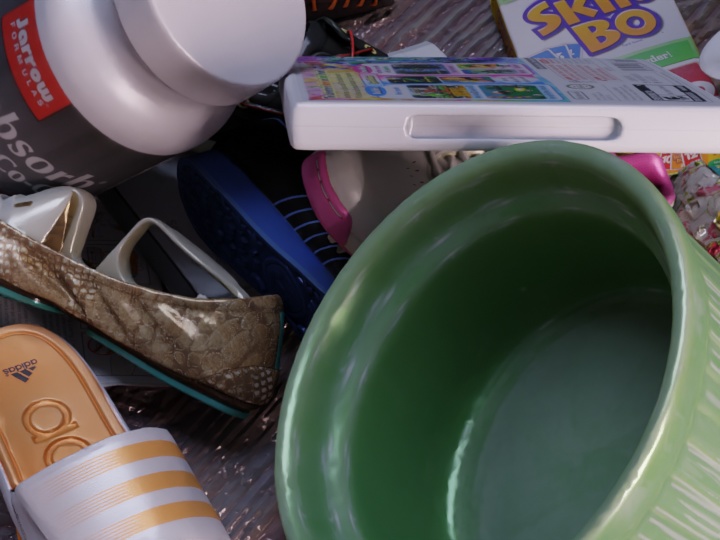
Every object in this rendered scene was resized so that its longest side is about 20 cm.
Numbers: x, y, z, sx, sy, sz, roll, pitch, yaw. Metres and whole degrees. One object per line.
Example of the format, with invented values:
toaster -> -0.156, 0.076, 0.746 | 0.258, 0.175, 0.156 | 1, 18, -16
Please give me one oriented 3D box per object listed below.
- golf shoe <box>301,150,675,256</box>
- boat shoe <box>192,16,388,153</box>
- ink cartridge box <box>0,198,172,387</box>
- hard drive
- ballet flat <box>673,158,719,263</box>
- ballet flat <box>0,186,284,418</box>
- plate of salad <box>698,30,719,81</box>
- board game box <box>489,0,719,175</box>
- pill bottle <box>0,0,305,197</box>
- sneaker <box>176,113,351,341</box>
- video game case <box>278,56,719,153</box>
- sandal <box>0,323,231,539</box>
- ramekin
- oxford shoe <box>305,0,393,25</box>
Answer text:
golf shoe -> 0.060, -0.037, 1.044 | 0.199, 0.091, 0.076 | 8, 54, -47
boat shoe -> -0.022, -0.088, 1.166 | 0.200, 0.063, 0.074 | 12, 39, 12
ink cartridge box -> -0.166, 0.022, 1.139 | 0.199, 0.050, 0.161 | 4, 35, -15
hard drive -> -0.019, -0.047, 1.184 | 0.199, 0.026, 0.132 | -20, 44, -22
ballet flat -> 0.168, 0.017, 1.048 | 0.064, 0.076, 0.200 | -22, 36, -6
ballet flat -> -0.120, 0.000, 1.076 | 0.199, 0.066, 0.071 | 24, 0, 11
plate of salad -> 0.255, -0.140, 1.132 | 0.199, 0.048, 0.200 | -19, 17, 6
board game box -> 0.130, -0.113, 1.262 | 0.095, 0.030, 0.200 | -9, 35, -3
pill bottle -> -0.125, -0.098, 1.092 | 0.199, 0.116, 0.116 | -22, 21, 43
sneaker -> 0.000, 0.000, 1.072 | 0.078, 0.070, 0.200 | -29, 61, -24
video game case -> 0.056, -0.075, 1.042 | 0.181, 0.024, 0.200 | 0, 11, -3
sandal -> -0.116, 0.085, 0.993 | 0.079, 0.059, 0.207 | -23, 53, -23
ramekin -> 0.071, 0.060, 0.918 | 0.199, 0.098, 0.201 | -25, 49, 33
oxford shoe -> -0.022, -0.173, 1.333 | 0.072, 0.072, 0.200 | 29, 50, 32
